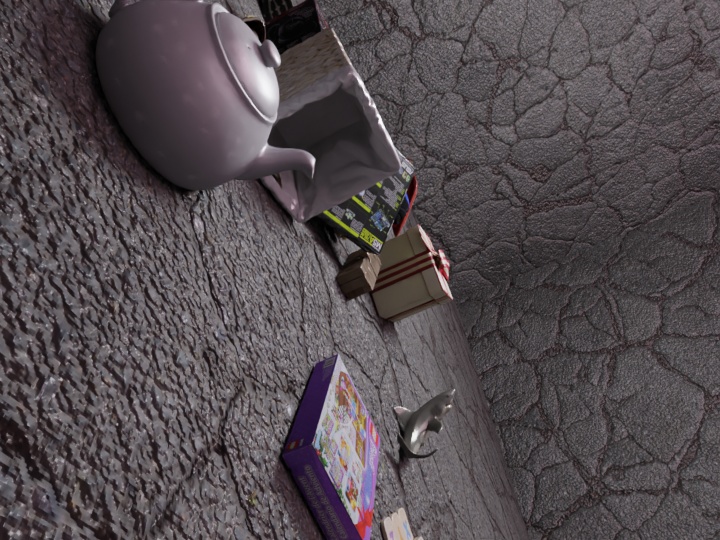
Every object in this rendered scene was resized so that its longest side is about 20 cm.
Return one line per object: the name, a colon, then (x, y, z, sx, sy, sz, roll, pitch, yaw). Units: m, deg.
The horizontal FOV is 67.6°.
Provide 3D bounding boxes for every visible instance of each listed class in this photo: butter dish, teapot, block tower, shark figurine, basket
butter dish: (0.083, -0.242, 1.691, 0.201, 0.145, 0.202, -96, -159, -53)
teapot: (-0.149, -0.192, 0.537, 0.200, 0.144, 0.200, 33, 36, -68)
block tower: (0.000, 0.000, 1.079, 0.055, 0.057, 0.200, 65, 14, -10)
shark figurine: (0.093, 0.289, 0.992, 0.089, 0.129, 0.214, 43, 28, 8)
basket: (-0.069, -0.221, 0.822, 0.199, 0.198, 0.163, 52, 17, -50)

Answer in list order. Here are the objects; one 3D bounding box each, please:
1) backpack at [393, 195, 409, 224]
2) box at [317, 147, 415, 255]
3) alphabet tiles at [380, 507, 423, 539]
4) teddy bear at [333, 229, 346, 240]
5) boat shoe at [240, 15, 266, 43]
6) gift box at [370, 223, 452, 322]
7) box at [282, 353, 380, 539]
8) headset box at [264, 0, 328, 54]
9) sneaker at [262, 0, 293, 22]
backpack: (0.028, -0.192, 1.286, 0.200, 0.161, 0.170, 45, 22, -59)
box: (0.006, -0.157, 1.007, 0.047, 0.196, 0.199, 19, -9, 43)
alphabet tiles: (0.077, 0.438, 0.741, 0.200, 0.014, 0.198, 40, 31, -67)
teddy bear: (-0.017, -0.160, 1.079, 0.145, 0.066, 0.204, -22, 124, -67)
boat shoe: (-0.191, -0.367, 0.865, 0.201, 0.059, 0.072, -93, 158, -57)
gift box: (0.113, -0.004, 1.268, 0.184, 0.184, 0.203, 22, 48, -74)
box: (-0.026, 0.206, 0.634, 0.200, 0.039, 0.139, -71, 137, -72)
headset box: (-0.129, -0.423, 1.028, 0.078, 0.147, 0.202, 55, 17, -46)
sneaker: (-0.200, -0.639, 1.295, 0.089, 0.076, 0.203, 45, 26, -81)
